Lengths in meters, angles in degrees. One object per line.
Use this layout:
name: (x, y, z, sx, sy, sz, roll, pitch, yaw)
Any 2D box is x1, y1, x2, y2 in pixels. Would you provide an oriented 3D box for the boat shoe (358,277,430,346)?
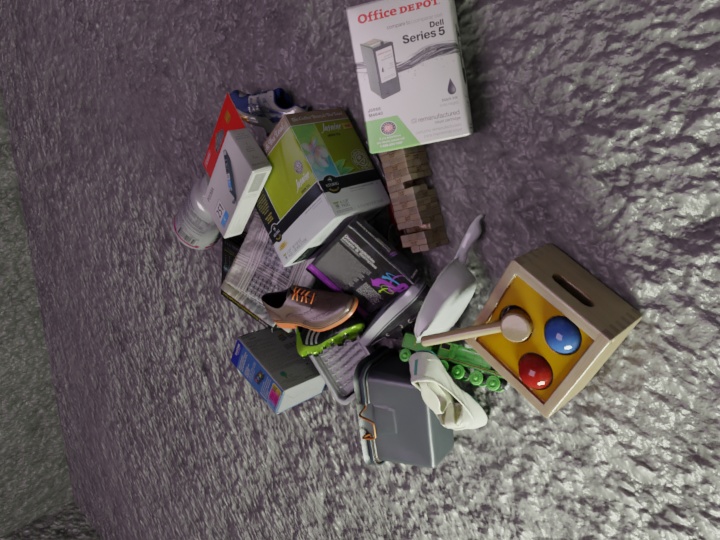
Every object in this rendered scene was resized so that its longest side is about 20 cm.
boat shoe: (0.068, 0.087, 1.073, 0.066, 0.070, 0.200, 39, 130, -2)

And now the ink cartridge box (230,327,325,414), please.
ink cartridge box: (-0.180, 0.192, 1.317, 0.200, 0.136, 0.077, 44, 127, 27)

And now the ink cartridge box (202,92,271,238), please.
ink cartridge box: (-0.245, -0.186, 1.120, 0.177, 0.045, 0.200, 58, 141, 17)

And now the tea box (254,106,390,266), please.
tea box: (-0.084, -0.145, 1.083, 0.200, 0.133, 0.198, -36, 78, 50)

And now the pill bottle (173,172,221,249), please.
pill bottle: (-0.333, -0.139, 1.371, 0.200, 0.113, 0.114, -39, 76, 47)

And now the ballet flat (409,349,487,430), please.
ballet flat: (0.134, 0.208, 0.972, 0.069, 0.070, 0.200, -3, 135, 47)

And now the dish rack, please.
dish rack: (-0.039, 0.150, 1.221, 0.201, 0.043, 0.172, 57, 136, 15)

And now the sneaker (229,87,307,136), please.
sneaker: (-0.172, -0.312, 1.178, 0.200, 0.075, 0.089, 35, 116, 25)

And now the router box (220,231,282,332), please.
router box: (-0.227, 0.021, 1.357, 0.199, 0.062, 0.151, 30, 124, 36)

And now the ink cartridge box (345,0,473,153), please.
ink cartridge box: (0.072, -0.278, 0.868, 0.144, 0.084, 0.201, -8, 100, 16)

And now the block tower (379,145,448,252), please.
block tower: (0.080, -0.131, 0.977, 0.054, 0.058, 0.201, -9, 97, 47)

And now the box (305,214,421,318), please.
box: (0.000, 0.000, 1.063, 0.143, 0.036, 0.200, 42, 149, -6)

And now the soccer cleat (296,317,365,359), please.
soccer cleat: (-0.065, 0.108, 1.157, 0.200, 0.067, 0.082, -28, 71, 48)

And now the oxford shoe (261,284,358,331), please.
oxford shoe: (-0.097, 0.063, 1.114, 0.199, 0.071, 0.073, -9, 136, 33)

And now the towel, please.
towel: (-0.173, -0.001, 1.227, 0.192, 0.035, 0.201, 30, 101, 18)

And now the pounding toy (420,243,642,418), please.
pounding toy: (0.222, 0.080, 0.840, 0.200, 0.142, 0.185, 44, 132, 26)

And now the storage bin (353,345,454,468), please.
storage bin: (0.079, 0.247, 1.073, 0.134, 0.145, 0.201, 2, 107, 36)

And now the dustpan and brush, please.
dustpan and brush: (0.144, 0.011, 0.937, 0.057, 0.139, 0.201, 40, 106, 23)

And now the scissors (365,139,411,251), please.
scissors: (0.056, -0.129, 1.039, 0.073, 0.014, 0.201, -6, 100, 50)

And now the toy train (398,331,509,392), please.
toy train: (0.151, 0.145, 1.003, 0.199, 0.042, 0.057, 13, 82, 34)
